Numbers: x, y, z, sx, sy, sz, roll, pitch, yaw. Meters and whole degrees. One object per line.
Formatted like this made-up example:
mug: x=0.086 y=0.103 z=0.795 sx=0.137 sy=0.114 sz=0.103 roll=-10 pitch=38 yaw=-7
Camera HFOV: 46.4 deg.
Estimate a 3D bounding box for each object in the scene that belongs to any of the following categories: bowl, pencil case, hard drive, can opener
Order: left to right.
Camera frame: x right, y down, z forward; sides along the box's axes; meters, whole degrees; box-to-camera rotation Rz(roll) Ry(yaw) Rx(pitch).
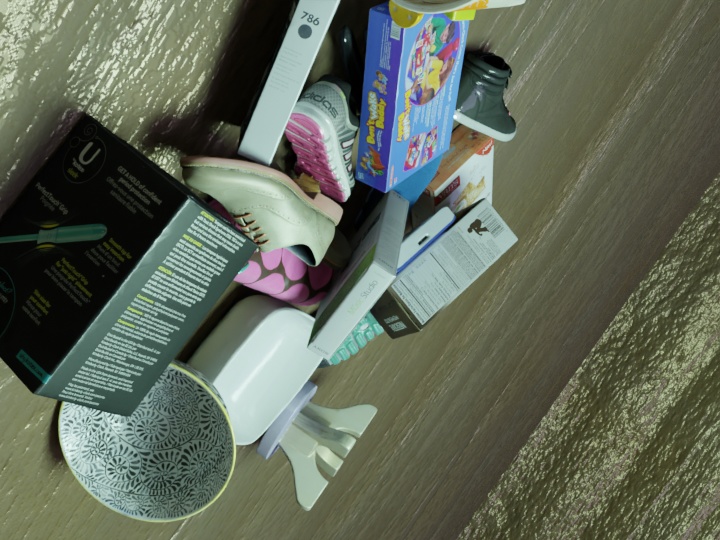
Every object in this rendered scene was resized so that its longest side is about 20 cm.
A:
bowl: x=-0.227 y=0.172 z=0.951 sx=0.201 sy=0.201 sz=0.094 roll=-62 pitch=-179 yaw=18
bowl: x=-0.146 y=0.122 z=1.096 sx=0.200 sy=0.075 sz=0.200 roll=-51 pitch=154 yaw=-2
pencil case: x=-0.108 y=-0.023 z=0.969 sx=0.094 sy=0.091 sz=0.200 roll=-60 pitch=151 yaw=3
can opener: x=0.011 y=-0.218 z=0.959 sx=0.063 sy=0.079 sz=0.200 roll=-9 pitch=162 yaw=13
hard drive: x=0.035 y=-0.010 z=1.155 sx=0.132 sy=0.025 sz=0.200 roll=-41 pitch=-177 yaw=-33

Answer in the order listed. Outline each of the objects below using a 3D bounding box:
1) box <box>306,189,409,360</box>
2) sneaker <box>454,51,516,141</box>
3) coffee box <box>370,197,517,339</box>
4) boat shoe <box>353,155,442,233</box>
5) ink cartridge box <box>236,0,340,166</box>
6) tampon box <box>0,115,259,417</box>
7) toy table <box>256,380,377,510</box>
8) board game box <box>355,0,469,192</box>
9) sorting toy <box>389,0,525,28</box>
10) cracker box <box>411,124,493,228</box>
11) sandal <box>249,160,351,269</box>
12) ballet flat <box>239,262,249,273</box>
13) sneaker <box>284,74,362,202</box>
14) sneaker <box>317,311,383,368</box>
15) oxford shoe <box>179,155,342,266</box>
box: x=0.000 y=0.000 z=1.022 sx=0.144 sy=0.036 sz=0.200 roll=-52 pitch=-170 yaw=29
sneaker: x=0.190 y=-0.247 z=1.185 sx=0.200 sy=0.071 sz=0.099 roll=4 pitch=124 yaw=-54
coffee box: x=0.107 y=-0.001 z=1.170 sx=0.200 sy=0.080 sz=0.113 roll=-41 pitch=-175 yaw=-19
boat shoe: x=0.039 y=-0.120 z=1.113 sx=0.084 sy=0.069 sz=0.200 roll=9 pitch=121 yaw=-46
ink cartridge box: x=-0.065 y=-0.207 z=0.808 sx=0.200 sy=0.039 sz=0.099 roll=-62 pitch=-165 yaw=19
tampon box: x=-0.223 y=-0.001 z=0.740 sx=0.200 sy=0.150 sz=0.126 roll=-52 pitch=153 yaw=-1
toy table: x=-0.071 y=0.250 z=1.259 sx=0.184 sy=0.117 sz=0.200 roll=-54 pitch=173 yaw=-14
board game box: x=0.058 y=-0.203 z=0.927 sx=0.134 sy=0.045 sz=0.200 roll=-37 pitch=145 yaw=-41
sorting toy: x=0.092 y=-0.320 z=0.842 sx=0.180 sy=0.200 sz=0.107 roll=-16 pitch=161 yaw=-49
cracker box: x=0.141 y=-0.113 z=1.287 sx=0.134 sy=0.058 sz=0.200 roll=-44 pitch=151 yaw=-19
sandal: x=-0.058 y=-0.072 z=0.954 sx=0.054 sy=0.080 sz=0.200 roll=-25 pitch=138 yaw=21
ballet flat: x=-0.210 y=0.004 z=0.847 sx=0.200 sy=0.068 sz=0.067 roll=-26 pitch=108 yaw=-1
sneaker: x=-0.031 y=-0.149 z=0.951 sx=0.087 sy=0.074 sz=0.200 roll=-58 pitch=162 yaw=-16
sneaker: x=-0.021 y=0.075 z=1.252 sx=0.200 sy=0.088 sz=0.074 roll=-25 pitch=122 yaw=-4
oxford shoe: x=-0.096 y=-0.058 z=0.831 sx=0.200 sy=0.071 sz=0.074 roll=21 pitch=78 yaw=-42
